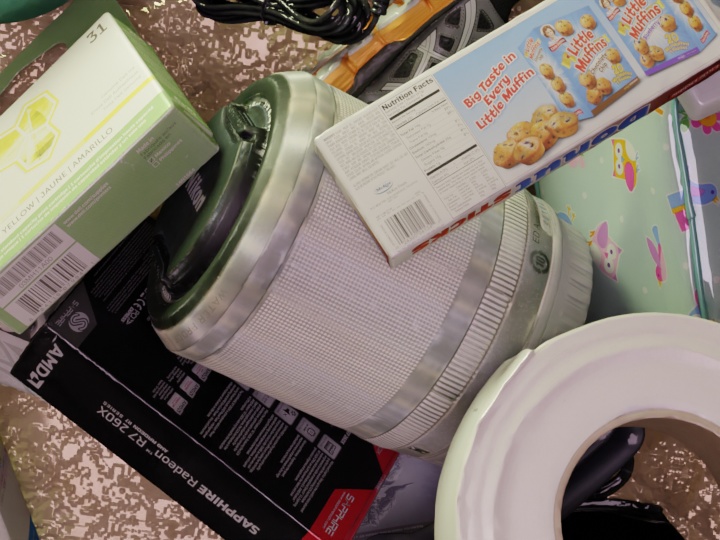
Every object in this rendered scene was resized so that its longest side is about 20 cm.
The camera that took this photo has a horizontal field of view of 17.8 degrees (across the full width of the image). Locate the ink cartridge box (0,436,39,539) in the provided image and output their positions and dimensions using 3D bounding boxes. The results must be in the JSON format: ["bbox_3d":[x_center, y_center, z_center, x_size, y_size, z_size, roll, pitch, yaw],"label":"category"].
[{"bbox_3d":[-0.259,0.117,1.282,0.116,0.067,0.200,-13,118,3],"label":"ink cartridge box"}]

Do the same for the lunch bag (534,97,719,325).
[{"bbox_3d":[0.159,-0.037,1.241,0.077,0.160,0.200,-12,96,-27],"label":"lunch bag"}]

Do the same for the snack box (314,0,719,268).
[{"bbox_3d":[0.080,-0.083,1.113,0.200,0.024,0.072,-31,76,-8],"label":"snack box"}]

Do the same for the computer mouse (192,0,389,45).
[{"bbox_3d":[-0.027,-0.221,1.241,0.140,0.046,0.200,22,99,33],"label":"computer mouse"}]

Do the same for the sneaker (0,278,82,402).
[{"bbox_3d":[-0.168,0.046,1.308,0.200,0.075,0.081,38,130,-13],"label":"sneaker"}]

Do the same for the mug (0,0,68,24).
[{"bbox_3d":[-0.227,-0.212,1.242,0.185,0.114,0.152,6,96,4],"label":"mug"}]

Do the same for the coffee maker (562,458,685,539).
[{"bbox_3d":[0.130,0.198,1.247,0.135,0.200,0.192,-20,97,3],"label":"coffee maker"}]

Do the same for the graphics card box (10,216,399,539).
[{"bbox_3d":[-0.078,0.070,1.254,0.200,0.125,0.051,39,129,-5],"label":"graphics card box"}]

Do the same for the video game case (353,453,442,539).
[{"bbox_3d":[-0.010,0.067,1.326,0.143,0.019,0.200,-10,96,3],"label":"video game case"}]

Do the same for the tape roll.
[{"bbox_3d":[0.138,0.122,1.116,0.202,0.071,0.203,1,82,-6],"label":"tape roll"}]

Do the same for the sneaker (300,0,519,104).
[{"bbox_3d":[0.038,-0.118,1.276,0.200,0.078,0.077,-40,104,12],"label":"sneaker"}]

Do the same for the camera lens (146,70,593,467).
[{"bbox_3d":[0.000,0.000,1.206,0.200,0.160,0.160,26,98,-19],"label":"camera lens"}]

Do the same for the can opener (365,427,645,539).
[{"bbox_3d":[0.072,0.139,1.225,0.200,0.063,0.079,-42,61,14],"label":"can opener"}]

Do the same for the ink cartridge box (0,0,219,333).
[{"bbox_3d":[-0.171,-0.077,1.225,0.146,0.200,0.048,-43,133,6],"label":"ink cartridge box"}]

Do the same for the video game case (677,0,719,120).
[{"bbox_3d":[0.201,-0.197,1.178,0.182,0.024,0.200,-25,74,-12],"label":"video game case"}]
